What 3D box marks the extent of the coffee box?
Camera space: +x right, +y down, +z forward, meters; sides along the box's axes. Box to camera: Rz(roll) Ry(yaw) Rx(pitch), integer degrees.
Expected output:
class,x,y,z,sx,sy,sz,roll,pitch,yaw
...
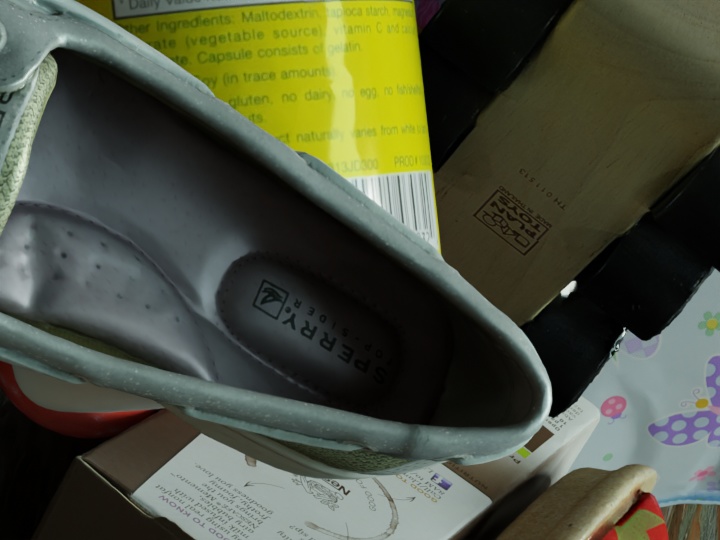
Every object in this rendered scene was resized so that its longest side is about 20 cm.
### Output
class,x,y,z,sx,sy,sz,roll,pitch,yaw
coffee box,-0.023,0.087,0.763,0.115,0.080,0.200,-60,166,23

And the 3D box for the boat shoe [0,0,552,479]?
class,x,y,z,sx,sy,sz,roll,pitch,yaw
boat shoe,-0.053,-0.013,0.536,0.065,0.201,0.075,2,-116,61

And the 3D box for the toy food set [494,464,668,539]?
class,x,y,z,sx,sy,sz,roll,pitch,yaw
toy food set,0.026,0.139,0.785,0.198,0.049,0.200,-46,168,-27

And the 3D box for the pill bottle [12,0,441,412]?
class,x,y,z,sx,sy,sz,roll,pitch,yaw
pill bottle,-0.040,-0.072,0.642,0.104,0.103,0.202,-9,93,-75

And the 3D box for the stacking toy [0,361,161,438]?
class,x,y,z,sx,sy,sz,roll,pitch,yaw
stacking toy,-0.042,-0.045,0.744,0.086,0.085,0.201,74,32,-58

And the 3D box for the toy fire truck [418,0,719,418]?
class,x,y,z,sx,sy,sz,roll,pitch,yaw
toy fire truck,0.074,-0.091,0.744,0.200,0.128,0.176,-54,-178,-28

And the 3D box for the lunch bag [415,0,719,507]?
class,x,y,z,sx,sy,sz,roll,pitch,yaw
lunch bag,0.102,-0.019,0.907,0.127,0.168,0.202,-113,-165,-73
